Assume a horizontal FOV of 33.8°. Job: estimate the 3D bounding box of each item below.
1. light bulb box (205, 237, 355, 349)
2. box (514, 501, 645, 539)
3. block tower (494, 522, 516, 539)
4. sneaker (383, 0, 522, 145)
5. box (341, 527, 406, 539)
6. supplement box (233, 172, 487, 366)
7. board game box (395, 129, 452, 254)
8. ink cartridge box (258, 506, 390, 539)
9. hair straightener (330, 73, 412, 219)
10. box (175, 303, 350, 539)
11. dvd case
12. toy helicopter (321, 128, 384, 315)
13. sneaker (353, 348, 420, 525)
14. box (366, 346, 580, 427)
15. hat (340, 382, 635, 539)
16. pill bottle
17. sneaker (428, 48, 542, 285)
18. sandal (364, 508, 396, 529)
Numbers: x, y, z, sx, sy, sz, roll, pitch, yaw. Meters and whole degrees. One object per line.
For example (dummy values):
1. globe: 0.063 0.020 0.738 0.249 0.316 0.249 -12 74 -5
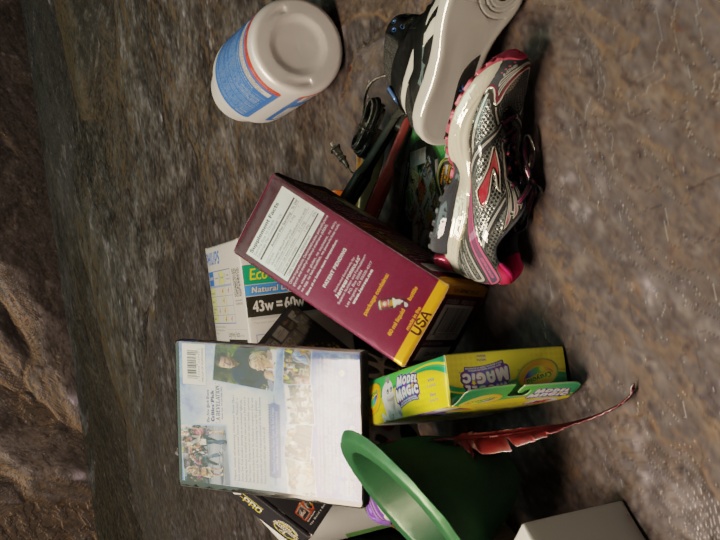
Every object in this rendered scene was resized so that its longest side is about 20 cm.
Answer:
1. light bulb box: -0.095 0.060 1.393 0.198 0.124 0.201 172 91 -72
2. box: 0.164 0.298 0.935 0.200 0.097 0.125 107 146 -41
3. block tower: 0.108 0.321 1.119 0.054 0.058 0.201 -131 40 -51
4. sneaker: 0.069 -0.219 1.012 0.112 0.073 0.201 52 130 47
5. box: -0.025 0.366 1.244 0.124 0.199 0.149 178 85 -65
6. supplement box: 0.000 0.000 1.079 0.200 0.110 0.086 33 100 22
7. board game box: 0.077 -0.100 1.114 0.105 0.023 0.201 -124 35 -49
8. ink cartridge box: -0.055 0.227 1.341 0.200 0.145 0.085 -156 61 -63
9. hair straightener: 0.002 -0.115 1.161 0.077 0.041 0.201 26 101 16
10. box: -0.068 0.157 1.224 0.161 0.200 0.049 37 147 2
11. dvd case: -0.084 0.139 1.101 0.199 0.018 0.143 2 97 24
12. toy helicopter: 0.000 -0.052 1.241 0.132 0.079 0.201 -121 37 -67
13. sneaker: 0.014 0.156 1.146 0.084 0.080 0.200 -57 24 33
14. box: 0.091 0.101 1.020 0.200 0.117 0.049 155 111 -64
15. hat: 0.109 0.154 0.994 0.200 0.176 0.166 35 158 43
16. pill bottle: -0.107 -0.234 1.376 0.200 0.112 0.113 -14 84 64
17. sneaker: 0.116 -0.085 0.985 0.074 0.081 0.201 23 122 30
18. sandal: 0.055 0.230 1.167 0.201 0.080 0.058 140 146 -61
